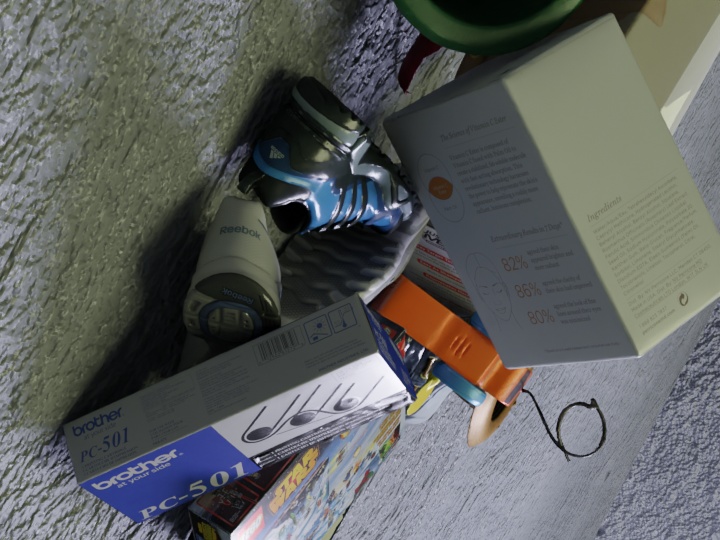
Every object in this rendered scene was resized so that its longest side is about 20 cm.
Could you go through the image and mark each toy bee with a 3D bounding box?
[{"bbox_3d":[0.090,0.077,1.261,0.131,0.200,0.109,-32,-177,-1],"label":"toy bee"}]

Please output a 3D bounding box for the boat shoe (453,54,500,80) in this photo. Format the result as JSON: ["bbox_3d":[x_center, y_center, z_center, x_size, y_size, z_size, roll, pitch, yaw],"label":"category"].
[{"bbox_3d":[0.116,-0.199,1.208,0.074,0.066,0.200,96,9,-46],"label":"boat shoe"}]

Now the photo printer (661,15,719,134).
[{"bbox_3d":[0.235,-0.212,1.374,0.166,0.069,0.200,34,83,-26],"label":"photo printer"}]

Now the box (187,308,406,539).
[{"bbox_3d":[-0.038,0.138,1.107,0.200,0.040,0.137,-48,155,-30],"label":"box"}]

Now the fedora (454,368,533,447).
[{"bbox_3d":[0.129,0.082,1.591,0.201,0.082,0.201,-57,164,-25],"label":"fedora"}]

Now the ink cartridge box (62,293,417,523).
[{"bbox_3d":[-0.072,0.088,0.975,0.199,0.044,0.094,-24,152,6],"label":"ink cartridge box"}]

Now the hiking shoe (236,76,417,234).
[{"bbox_3d":[-0.026,-0.061,1.061,0.087,0.074,0.200,-45,155,1],"label":"hiking shoe"}]

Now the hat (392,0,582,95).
[{"bbox_3d":[0.054,-0.231,1.061,0.200,0.165,0.176,-57,-156,2],"label":"hat"}]

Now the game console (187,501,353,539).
[{"bbox_3d":[-0.037,0.154,1.202,0.171,0.118,0.200,34,84,-36],"label":"game console"}]

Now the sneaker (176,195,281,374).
[{"bbox_3d":[-0.077,0.028,1.021,0.200,0.074,0.087,109,-11,-59],"label":"sneaker"}]

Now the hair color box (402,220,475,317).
[{"bbox_3d":[0.090,-0.004,1.353,0.061,0.101,0.200,-56,160,-21],"label":"hair color box"}]

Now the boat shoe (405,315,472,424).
[{"bbox_3d":[0.039,0.078,1.392,0.200,0.091,0.071,135,-33,-61],"label":"boat shoe"}]

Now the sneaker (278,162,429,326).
[{"bbox_3d":[0.000,0.000,1.170,0.200,0.075,0.082,-42,151,-45],"label":"sneaker"}]

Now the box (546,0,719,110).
[{"bbox_3d":[0.206,-0.209,1.130,0.200,0.095,0.078,-58,136,-19],"label":"box"}]

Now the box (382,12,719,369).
[{"bbox_3d":[0.133,-0.048,1.064,0.106,0.200,0.152,-32,-170,-28],"label":"box"}]
